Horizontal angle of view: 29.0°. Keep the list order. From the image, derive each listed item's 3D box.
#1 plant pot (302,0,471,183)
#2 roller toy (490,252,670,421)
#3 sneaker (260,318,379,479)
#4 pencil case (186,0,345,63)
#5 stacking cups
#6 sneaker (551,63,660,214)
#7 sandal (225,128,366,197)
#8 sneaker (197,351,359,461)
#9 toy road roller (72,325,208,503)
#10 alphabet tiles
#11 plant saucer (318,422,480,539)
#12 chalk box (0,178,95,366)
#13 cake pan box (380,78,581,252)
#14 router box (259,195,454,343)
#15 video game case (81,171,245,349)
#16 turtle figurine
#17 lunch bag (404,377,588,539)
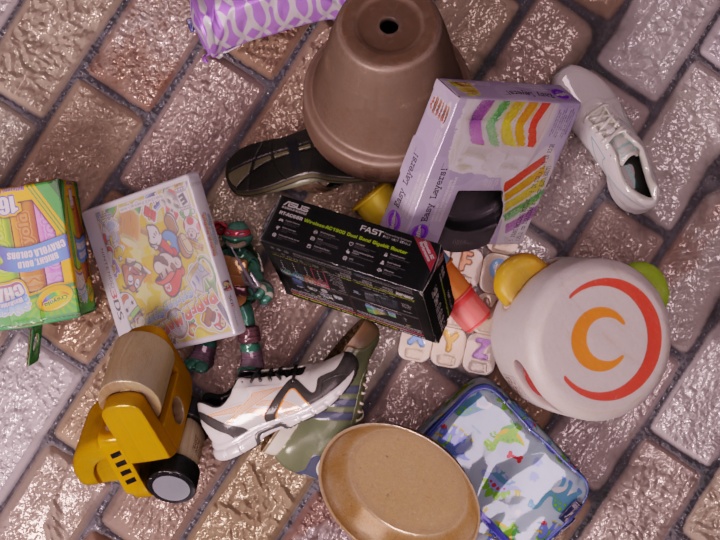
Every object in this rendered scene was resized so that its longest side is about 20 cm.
[{"bbox_3d":[0.030,-0.221,1.531,0.199,0.175,0.201,0,67,1],"label":"plant pot"},{"bbox_3d":[0.247,0.076,1.600,0.199,0.140,0.183,4,90,-17],"label":"roller toy"},{"bbox_3d":[-0.024,0.157,1.630,0.090,0.067,0.200,38,93,-8],"label":"sneaker"},{"bbox_3d":[-0.101,-0.303,1.597,0.199,0.084,0.086,-17,98,-4],"label":"pencil case"},{"bbox_3d":[0.072,-0.012,1.621,0.060,0.061,0.200,-38,97,-2],"label":"stacking cups"},{"bbox_3d":[0.296,-0.158,1.630,0.070,0.080,0.201,-34,92,0],"label":"sneaker"},{"bbox_3d":[-0.057,-0.124,1.622,0.200,0.057,0.080,-7,66,10],"label":"sandal"},{"bbox_3d":[-0.095,0.138,1.557,0.199,0.074,0.080,-29,97,9],"label":"sneaker"},{"bbox_3d":[-0.262,0.170,1.563,0.145,0.123,0.200,-8,130,14],"label":"toy road roller"},{"bbox_3d":[0.119,0.020,1.657,0.199,0.015,0.197,12,91,-3],"label":"alphabet tiles"},{"bbox_3d":[0.049,0.250,1.588,0.199,0.035,0.201,13,123,20],"label":"plant saucer"},{"bbox_3d":[-0.374,0.005,1.573,0.123,0.125,0.201,-10,94,-3],"label":"chalk box"},{"bbox_3d":[0.132,-0.115,1.546,0.184,0.052,0.201,0,125,-35],"label":"cake pan box"},{"bbox_3d":[0.000,0.000,1.548,0.199,0.150,0.062,18,69,16],"label":"router box"},{"bbox_3d":[-0.225,-0.001,1.565,0.023,0.200,0.183,-20,94,-48],"label":"video game case"},{"bbox_3d":[-0.151,0.019,1.596,0.149,0.101,0.201,11,107,30],"label":"turtle figurine"},{"bbox_3d":[0.156,0.242,1.634,0.161,0.082,0.200,-43,93,4],"label":"lunch bag"}]
